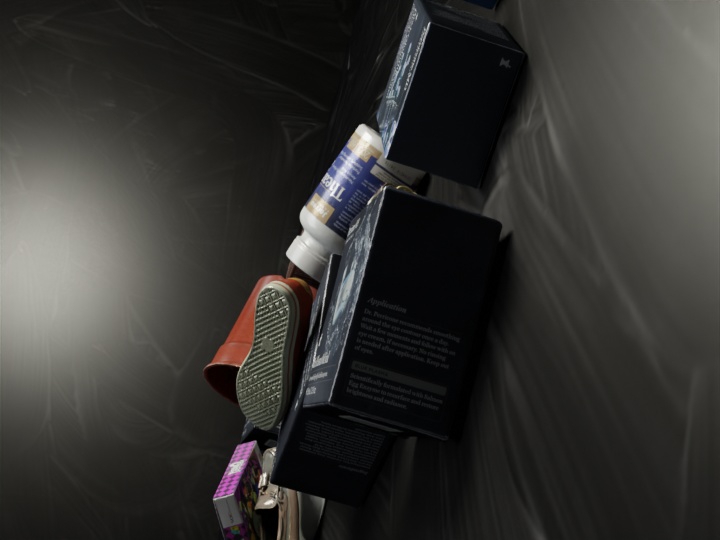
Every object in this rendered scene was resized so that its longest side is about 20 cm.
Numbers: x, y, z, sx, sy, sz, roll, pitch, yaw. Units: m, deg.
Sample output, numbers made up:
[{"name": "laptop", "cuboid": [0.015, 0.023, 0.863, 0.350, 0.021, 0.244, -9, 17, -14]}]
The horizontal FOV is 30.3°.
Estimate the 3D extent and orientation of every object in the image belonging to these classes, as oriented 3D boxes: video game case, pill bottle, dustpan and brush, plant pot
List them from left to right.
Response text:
[{"name": "video game case", "cuboid": [-0.148, 0.358, 1.849, 0.200, 0.035, 0.184, -70, -36, -76]}, {"name": "plant pot", "cuboid": [-0.145, 0.129, 2.311, 0.201, 0.199, 0.197, 121, 172, -64]}, {"name": "dustpan and brush", "cuboid": [-0.066, 0.295, 1.846, 0.140, 0.056, 0.202, -107, 25, -56]}, {"name": "pill bottle", "cuboid": [-0.011, -0.082, 1.753, 0.201, 0.110, 0.111, -55, 10, 7]}]

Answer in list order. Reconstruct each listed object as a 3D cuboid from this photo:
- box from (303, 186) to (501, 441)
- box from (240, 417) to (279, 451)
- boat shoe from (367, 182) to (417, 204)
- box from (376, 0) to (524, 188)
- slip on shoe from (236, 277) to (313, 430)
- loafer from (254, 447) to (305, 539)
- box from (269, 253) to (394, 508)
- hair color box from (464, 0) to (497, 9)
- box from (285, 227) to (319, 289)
[{"name": "box", "cuboid": [0.034, 0.047, 1.248, 0.197, 0.116, 0.203, 144, 142, -78]}, {"name": "box", "cuboid": [-0.093, 0.173, 2.010, 0.200, 0.122, 0.199, 128, 159, -72]}, {"name": "boat shoe", "cuboid": [0.052, -0.065, 1.604, 0.201, 0.071, 0.060, -98, 31, -65]}, {"name": "box", "cuboid": [0.091, -0.196, 1.426, 0.200, 0.106, 0.150, -97, 25, -71]}, {"name": "slip on shoe", "cuboid": [-0.092, 0.096, 1.503, 0.061, 0.074, 0.202, -28, -41, -49]}, {"name": "loafer", "cuboid": [-0.113, 0.333, 1.786, 0.072, 0.062, 0.202, -45, 50, 51]}, {"name": "box", "cuboid": [-0.017, 0.127, 1.530, 0.198, 0.116, 0.201, -81, 9, -46]}, {"name": "hair color box", "cuboid": [0.162, -0.423, 1.563, 0.100, 0.060, 0.202, 126, 159, -69]}, {"name": "box", "cuboid": [-0.067, -0.019, 2.313, 0.200, 0.099, 0.076, 118, 166, -58]}]
